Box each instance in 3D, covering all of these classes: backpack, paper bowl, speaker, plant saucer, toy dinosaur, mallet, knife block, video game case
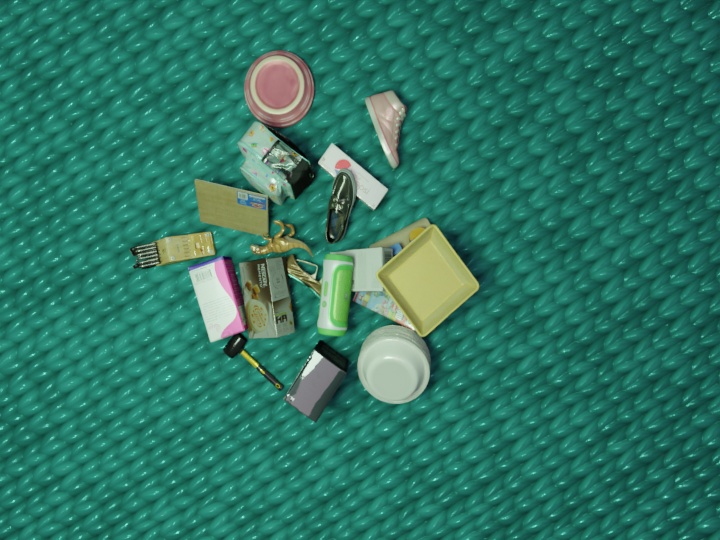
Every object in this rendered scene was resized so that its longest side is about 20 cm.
[{"bbox_3d":[-0.233,-0.281,1.410,0.153,0.176,0.200,-43,87,-3],"label":"backpack"},{"bbox_3d":[0.087,0.259,1.423,0.193,0.105,0.207,3,113,8],"label":"paper bowl"},{"bbox_3d":[-0.065,0.064,1.407,0.085,0.088,0.208,5,89,0],"label":"speaker"},{"bbox_3d":[0.166,0.025,1.359,0.198,0.048,0.202,-39,92,-2],"label":"plant saucer"},{"bbox_3d":[-0.201,-0.076,1.454,0.193,0.060,0.110,-4,75,21],"label":"toy dinosaur"},{"bbox_3d":[-0.297,0.267,1.493,0.065,0.041,0.201,-39,95,0],"label":"mallet"},{"bbox_3d":[-0.223,-0.497,1.466,0.193,0.051,0.209,0,91,0],"label":"plant saucer"},{"bbox_3d":[-0.520,-0.051,1.480,0.172,0.196,0.066,-9,93,45],"label":"knife block"},{"bbox_3d":[0.089,0.055,1.457,0.195,0.017,0.147,23,90,21],"label":"video game case"}]

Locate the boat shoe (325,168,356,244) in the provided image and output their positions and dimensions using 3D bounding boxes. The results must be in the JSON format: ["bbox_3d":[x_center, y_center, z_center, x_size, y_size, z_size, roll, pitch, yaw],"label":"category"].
[{"bbox_3d":[-0.055,-0.165,1.432,0.066,0.057,0.206,16,116,11],"label":"boat shoe"}]

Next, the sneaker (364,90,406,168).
[{"bbox_3d":[0.090,-0.387,1.454,0.102,0.075,0.206,-20,87,6],"label":"sneaker"}]

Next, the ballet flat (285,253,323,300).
[{"bbox_3d":[-0.130,0.025,1.476,0.198,0.068,0.073,37,81,4],"label":"ballet flat"}]

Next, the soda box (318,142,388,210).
[{"bbox_3d":[-0.020,-0.252,1.464,0.198,0.064,0.069,39,92,-1],"label":"soda box"}]

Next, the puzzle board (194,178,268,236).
[{"bbox_3d":[-0.339,-0.167,1.441,0.193,0.153,0.018,12,50,0],"label":"puzzle board"}]

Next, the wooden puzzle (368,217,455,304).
[{"bbox_3d":[0.135,-0.033,1.429,0.181,0.047,0.204,-26,62,-1],"label":"wooden puzzle"}]

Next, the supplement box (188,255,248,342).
[{"bbox_3d":[-0.376,0.075,1.454,0.098,0.103,0.207,-16,90,0],"label":"supplement box"}]

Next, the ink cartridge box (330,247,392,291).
[{"bbox_3d":[0.000,0.000,1.445,0.196,0.049,0.113,-2,87,44],"label":"ink cartridge box"}]

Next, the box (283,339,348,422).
[{"bbox_3d":[-0.111,0.282,1.408,0.103,0.200,0.150,34,91,-1],"label":"box"}]

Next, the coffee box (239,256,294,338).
[{"bbox_3d":[-0.249,0.072,1.441,0.111,0.079,0.208,-6,92,35],"label":"coffee box"}]

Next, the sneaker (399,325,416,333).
[{"bbox_3d":[0.184,0.118,1.476,0.080,0.074,0.202,36,97,-10],"label":"sneaker"}]
